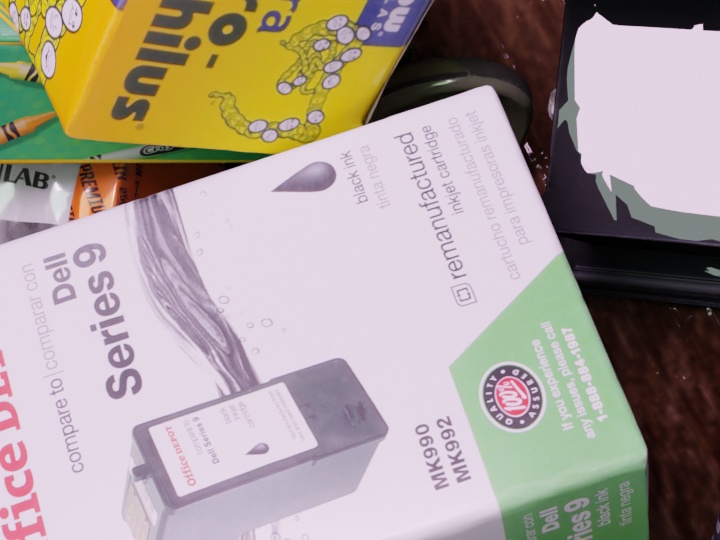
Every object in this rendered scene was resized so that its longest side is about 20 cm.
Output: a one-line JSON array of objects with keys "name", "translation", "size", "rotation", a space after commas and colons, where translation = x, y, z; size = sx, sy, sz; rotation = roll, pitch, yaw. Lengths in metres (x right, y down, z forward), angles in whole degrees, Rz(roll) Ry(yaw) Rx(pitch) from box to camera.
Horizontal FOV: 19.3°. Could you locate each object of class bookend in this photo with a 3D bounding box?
[{"name": "bookend", "translation": [0.096, -0.091, 0.702], "size": [0.092, 0.199, 0.201], "rotation": [6, 90, 19]}]

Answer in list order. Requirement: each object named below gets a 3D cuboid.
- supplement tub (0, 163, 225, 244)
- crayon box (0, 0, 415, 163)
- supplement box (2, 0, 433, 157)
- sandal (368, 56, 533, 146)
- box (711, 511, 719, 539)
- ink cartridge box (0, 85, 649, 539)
[{"name": "supplement tub", "translation": [-0.162, -0.035, 0.841], "size": [0.199, 0.122, 0.123], "rotation": [9, 90, 22]}, {"name": "crayon box", "translation": [-0.095, -0.098, 0.766], "size": [0.119, 0.199, 0.058], "rotation": [64, 145, 38]}, {"name": "supplement box", "translation": [-0.063, -0.144, 0.690], "size": [0.109, 0.109, 0.200], "rotation": [-60, 44, 34]}, {"name": "sandal", "translation": [0.000, 0.001, 0.788], "size": [0.201, 0.080, 0.057], "rotation": [-51, 47, 29]}, {"name": "box", "translation": [0.206, 0.121, 0.672], "size": [0.199, 0.123, 0.199], "rotation": [16, 94, 10]}, {"name": "ink cartridge box", "translation": [-0.027, 0.048, 0.663], "size": [0.199, 0.084, 0.146], "rotation": [-19, 59, -3]}]
